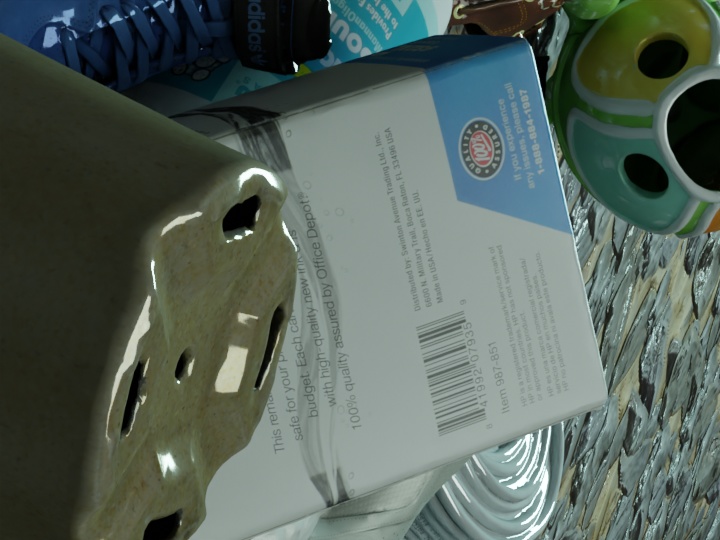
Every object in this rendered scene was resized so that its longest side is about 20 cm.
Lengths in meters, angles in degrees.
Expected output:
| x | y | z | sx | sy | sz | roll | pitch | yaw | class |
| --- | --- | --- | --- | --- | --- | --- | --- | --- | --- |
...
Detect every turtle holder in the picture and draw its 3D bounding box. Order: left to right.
| x | y | z | sx | sy | sz | roll | pitch | yaw | class |
| --- | --- | --- | --- | --- | --- | --- | --- | --- | --- |
| 0.185 | -0.108 | 1.741 | 0.132 | 0.140 | 0.187 | -133 | -147 | -73 | turtle holder |

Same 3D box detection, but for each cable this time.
| x | y | z | sx | sy | sz | roll | pitch | yaw | class |
| --- | --- | --- | --- | --- | --- | --- | --- | --- | --- |
| 0.038 | 0.049 | 1.507 | 0.201 | 0.069 | 0.200 | 70 | 25 | -14 | cable |

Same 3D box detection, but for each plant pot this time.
| x | y | z | sx | sy | sz | roll | pitch | yaw | class |
| --- | --- | --- | --- | --- | --- | --- | --- | --- | --- |
| -0.127 | 0.003 | 0.934 | 0.201 | 0.183 | 0.201 | -54 | 155 | -41 | plant pot |

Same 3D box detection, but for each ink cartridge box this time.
| x | y | z | sx | sy | sz | roll | pitch | yaw | class |
| --- | --- | --- | --- | --- | --- | --- | --- | --- | --- |
| -0.024 | 0.008 | 1.105 | 0.199 | 0.084 | 0.146 | -19 | 104 | -23 | ink cartridge box |

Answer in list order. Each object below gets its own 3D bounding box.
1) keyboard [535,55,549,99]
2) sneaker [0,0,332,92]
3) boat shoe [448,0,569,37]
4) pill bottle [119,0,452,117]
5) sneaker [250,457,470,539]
| x | y | z | sx | sy | sz | roll | pitch | yaw | class |
| --- | --- | --- | --- | --- | --- | --- | --- | --- | --- |
| 0.067 | -0.073 | 1.662 | 0.200 | 0.020 | 0.128 | -51 | 149 | -57 | keyboard |
| -0.071 | -0.099 | 1.111 | 0.200 | 0.111 | 0.077 | -54 | 155 | -42 | sneaker |
| 0.056 | -0.138 | 1.380 | 0.199 | 0.070 | 0.071 | -2 | 103 | -24 | boat shoe |
| -0.049 | -0.064 | 1.208 | 0.111 | 0.110 | 0.200 | 83 | 30 | -52 | pill bottle |
| -0.010 | 0.098 | 1.200 | 0.200 | 0.075 | 0.092 | -31 | 126 | -37 | sneaker |
